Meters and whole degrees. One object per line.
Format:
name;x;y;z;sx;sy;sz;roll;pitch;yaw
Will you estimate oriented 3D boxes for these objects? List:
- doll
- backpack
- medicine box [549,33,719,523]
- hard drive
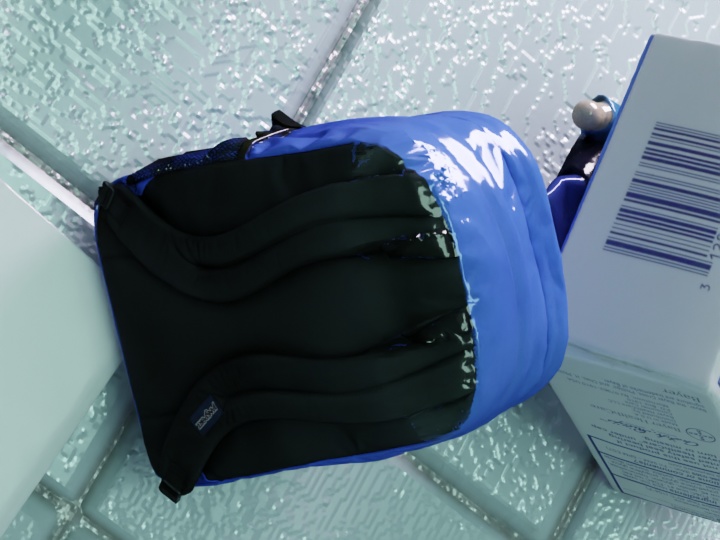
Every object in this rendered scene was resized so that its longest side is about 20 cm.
doll;0.118;-0.021;1.339;0.200;0.048;0.137;-44;140;-47
backpack;0.000;0.000;1.191;0.168;0.199;0.163;-26;101;-50
medicine box;0.183;0.011;1.314;0.183;0.102;0.200;-66;153;-19
hard drive;-0.199;0.058;1.171;0.132;0.027;0.200;43;66;-22
